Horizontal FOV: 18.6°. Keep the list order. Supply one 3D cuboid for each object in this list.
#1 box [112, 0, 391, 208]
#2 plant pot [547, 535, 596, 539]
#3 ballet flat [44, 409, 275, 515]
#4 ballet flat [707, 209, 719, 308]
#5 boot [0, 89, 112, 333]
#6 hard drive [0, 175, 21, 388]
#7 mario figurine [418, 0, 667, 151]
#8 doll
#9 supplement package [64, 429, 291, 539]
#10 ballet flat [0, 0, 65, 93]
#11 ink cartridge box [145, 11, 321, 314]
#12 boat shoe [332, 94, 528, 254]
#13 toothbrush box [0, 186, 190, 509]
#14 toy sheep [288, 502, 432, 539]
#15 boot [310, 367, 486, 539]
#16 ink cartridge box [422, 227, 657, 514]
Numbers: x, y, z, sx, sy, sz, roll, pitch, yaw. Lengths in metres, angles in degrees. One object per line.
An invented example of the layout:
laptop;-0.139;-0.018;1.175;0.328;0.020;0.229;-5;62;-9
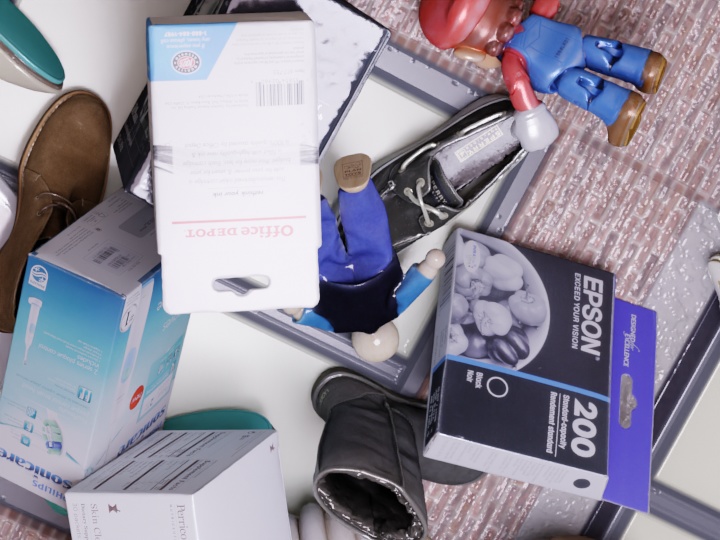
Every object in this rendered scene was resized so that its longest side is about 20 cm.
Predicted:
box;-0.087;-0.133;1.656;0.124;0.200;0.197;29;96;-14
plant pot;0.142;0.311;1.839;0.200;0.093;0.202;-12;110;-37
ballet flat;-0.166;0.160;1.789;0.199;0.067;0.071;-8;128;-8
ballet flat;0.326;-0.020;1.835;0.074;0.074;0.201;13;99;-13
boot;-0.233;-0.046;1.698;0.073;0.075;0.201;22;80;-21
hard drive;-0.315;-0.010;1.734;0.132;0.027;0.200;-39;106;0
mario figurine;0.138;-0.171;1.737;0.200;0.123;0.106;28;125;10
doll;0.000;0.000;1.744;0.136;0.049;0.200;-14;132;0
supplement package;-0.128;0.239;1.674;0.111;0.156;0.201;-3;103;23
ballet flat;-0.309;-0.202;1.678;0.069;0.069;0.200;-39;105;1
ink cartridge box;-0.088;-0.076;1.530;0.116;0.068;0.201;-2;102;-7
boat shoe;0.055;-0.070;1.767;0.200;0.064;0.071;-40;107;1
toothbrush box;-0.199;0.059;1.673;0.085;0.146;0.201;25;119;13
toy sheep;-0.031;0.256;1.795;0.199;0.138;0.138;-14;105;-1
boot;0.038;0.158;1.745;0.181;0.200;0.073;20;102;-14
ink cartridge box;0.155;0.080;1.771;0.199;0.043;0.199;16;56;-14
